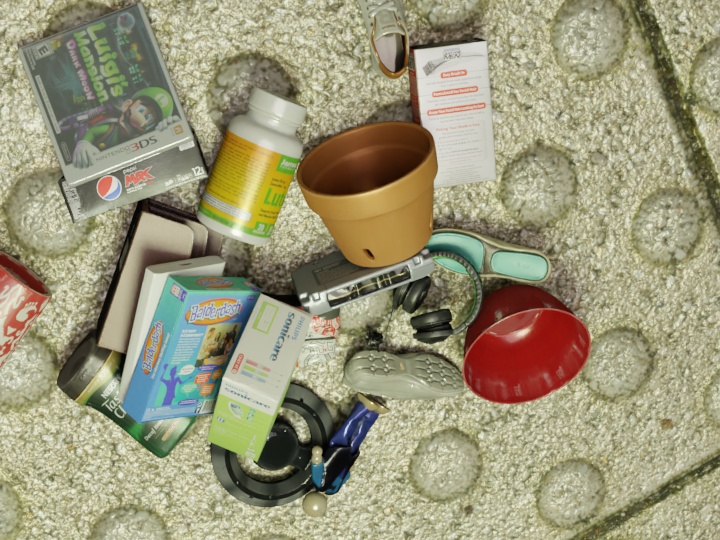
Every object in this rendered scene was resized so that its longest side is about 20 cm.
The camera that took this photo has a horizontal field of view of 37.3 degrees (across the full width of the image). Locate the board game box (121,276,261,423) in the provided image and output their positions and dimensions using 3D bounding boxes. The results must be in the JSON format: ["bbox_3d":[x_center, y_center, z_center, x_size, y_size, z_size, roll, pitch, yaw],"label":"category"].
[{"bbox_3d":[-0.231,0.107,1.472,0.151,0.045,0.202,3,114,-55],"label":"board game box"}]

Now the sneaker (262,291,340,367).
[{"bbox_3d":[-0.129,0.090,1.583,0.198,0.067,0.109,1,115,-4],"label":"sneaker"}]

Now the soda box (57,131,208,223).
[{"bbox_3d":[-0.313,-0.131,1.484,0.197,0.071,0.064,-19,104,-5],"label":"soda box"}]

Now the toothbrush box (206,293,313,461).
[{"bbox_3d":[-0.143,0.154,1.501,0.085,0.201,0.147,23,55,-1],"label":"toothbrush box"}]

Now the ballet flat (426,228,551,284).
[{"bbox_3d":[0.190,-0.023,1.615,0.197,0.070,0.070,16,102,2],"label":"ballet flat"}]

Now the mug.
[{"bbox_3d":[-0.544,0.068,1.465,0.177,0.133,0.201,39,91,-20],"label":"mug"}]

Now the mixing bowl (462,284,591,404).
[{"bbox_3d":[0.239,0.096,1.620,0.197,0.109,0.202,-6,131,-7],"label":"mixing bowl"}]

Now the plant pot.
[{"bbox_3d":[0.021,-0.100,1.507,0.198,0.201,0.141,-20,123,-5],"label":"plant pot"}]

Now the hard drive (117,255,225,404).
[{"bbox_3d":[-0.261,0.082,1.477,0.131,0.026,0.202,-12,126,-51],"label":"hard drive"}]

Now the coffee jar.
[{"bbox_3d":[-0.338,0.178,1.556,0.199,0.085,0.105,37,95,-17],"label":"coffee jar"}]

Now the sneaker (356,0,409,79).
[{"bbox_3d":[0.034,-0.367,1.485,0.072,0.085,0.203,-17,106,-4],"label":"sneaker"}]

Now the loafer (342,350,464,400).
[{"bbox_3d":[0.066,0.166,1.649,0.197,0.071,0.070,13,144,-22],"label":"loafer"}]

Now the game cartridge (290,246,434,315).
[{"bbox_3d":[0.000,0.000,1.549,0.197,0.134,0.041,-19,116,-4],"label":"game cartridge"}]

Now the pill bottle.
[{"bbox_3d":[-0.146,-0.148,1.492,0.110,0.111,0.202,19,100,-15],"label":"pill bottle"}]

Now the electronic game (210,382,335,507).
[{"bbox_3d":[-0.133,0.268,1.642,0.197,0.042,0.203,-4,103,-18],"label":"electronic game"}]

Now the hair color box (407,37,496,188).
[{"bbox_3d":[0.133,-0.229,1.552,0.109,0.064,0.203,-8,108,-8],"label":"hair color box"}]

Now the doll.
[{"bbox_3d":[-0.033,0.285,1.637,0.202,0.048,0.136,-60,149,-1],"label":"doll"}]

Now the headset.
[{"bbox_3d":[0.092,0.056,1.593,0.199,0.094,0.124,-34,81,9],"label":"headset"}]

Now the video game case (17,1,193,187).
[{"bbox_3d":[-0.343,-0.238,1.440,0.180,0.023,0.202,-22,86,-5],"label":"video game case"}]

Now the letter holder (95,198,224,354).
[{"bbox_3d":[-0.278,0.019,1.519,0.140,0.101,0.202,18,101,-17],"label":"letter holder"}]
